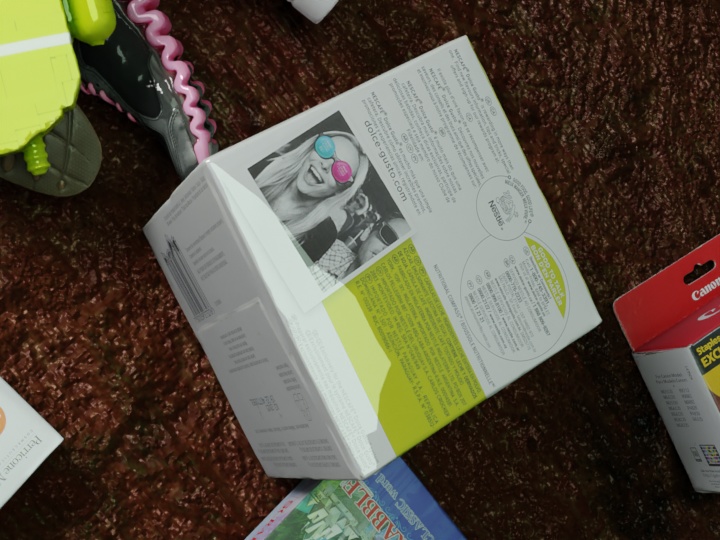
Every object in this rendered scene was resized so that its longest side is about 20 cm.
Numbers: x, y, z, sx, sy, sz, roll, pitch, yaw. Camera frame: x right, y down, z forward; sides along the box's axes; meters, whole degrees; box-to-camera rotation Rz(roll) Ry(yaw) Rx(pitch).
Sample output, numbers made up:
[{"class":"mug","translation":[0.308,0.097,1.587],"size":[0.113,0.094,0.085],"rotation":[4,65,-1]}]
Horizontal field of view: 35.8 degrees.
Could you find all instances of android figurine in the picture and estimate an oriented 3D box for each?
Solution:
[{"class":"android figurine","translation":[-0.237,-0.151,0.664],"size":[0.179,0.041,0.204],"rotation":[-16,99,-13]}]

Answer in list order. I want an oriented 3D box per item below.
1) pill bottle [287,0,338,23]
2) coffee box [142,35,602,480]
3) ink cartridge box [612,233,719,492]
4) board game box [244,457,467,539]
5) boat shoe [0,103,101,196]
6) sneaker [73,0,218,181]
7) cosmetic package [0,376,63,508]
[{"class":"pill bottle","translation":[-0.084,-0.272,0.791],"size":[0.199,0.111,0.112],"rotation":[37,71,-13]},{"class":"coffee box","translation":[0.000,0.000,0.739],"size":[0.196,0.199,0.202],"rotation":[-29,93,-23]},{"class":"ink cartridge box","translation":[0.334,0.059,0.930],"size":[0.198,0.084,0.178],"rotation":[-29,93,-22]},{"class":"board game box","translation":[-0.002,0.251,0.788],"size":[0.199,0.041,0.201],"rotation":[-43,99,-21]},{"class":"boat shoe","translation":[-0.255,-0.118,0.720],"size":[0.198,0.068,0.073],"rotation":[31,89,-15]},{"class":"sneaker","translation":[-0.168,-0.143,0.771],"size":[0.094,0.079,0.202],"rotation":[-27,93,-1]},{"class":"cosmetic package","translation":[-0.305,0.126,0.679],"size":[0.151,0.052,0.201],"rotation":[46,69,-13]}]
